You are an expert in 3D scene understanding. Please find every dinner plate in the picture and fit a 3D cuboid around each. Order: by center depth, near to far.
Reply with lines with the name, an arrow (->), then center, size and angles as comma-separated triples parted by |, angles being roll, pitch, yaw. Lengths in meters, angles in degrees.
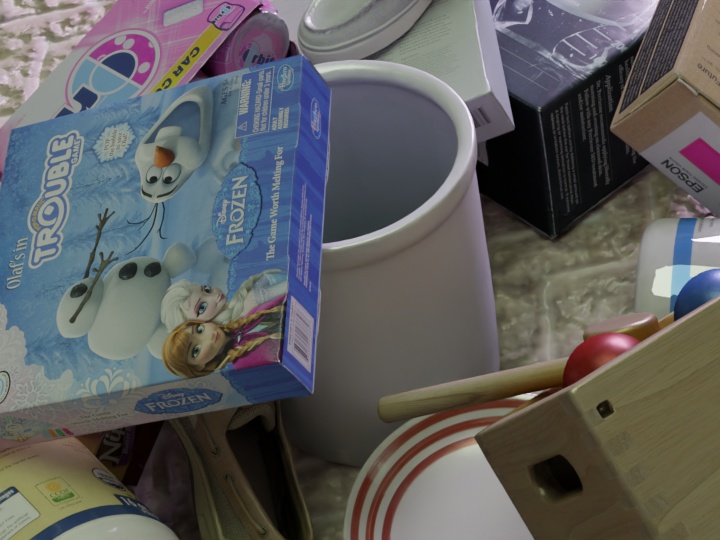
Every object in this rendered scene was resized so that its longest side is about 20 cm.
dinner plate -> 0.090, 0.157, 1.079 | 0.200, 0.024, 0.200 | 1, 51, -1

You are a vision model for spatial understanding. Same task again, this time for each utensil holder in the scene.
utensil holder -> 0.000, 0.000, 1.153 | 0.170, 0.200, 0.170 | -7, 43, 7

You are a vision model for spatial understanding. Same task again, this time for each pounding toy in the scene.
pounding toy -> 0.140, 0.073, 0.973 | 0.184, 0.200, 0.142 | -29, 86, -18

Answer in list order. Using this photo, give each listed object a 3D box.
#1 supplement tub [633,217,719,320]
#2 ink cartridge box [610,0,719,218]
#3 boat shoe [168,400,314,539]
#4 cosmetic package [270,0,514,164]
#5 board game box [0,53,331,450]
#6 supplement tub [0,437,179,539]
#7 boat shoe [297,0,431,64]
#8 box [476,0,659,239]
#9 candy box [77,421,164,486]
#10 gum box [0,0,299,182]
supplement tub -> 0.267, 0.034, 1.104 | 0.200, 0.132, 0.132 | 0, 45, 15
ink cartridge box -> 0.274, -0.100, 1.202 | 0.200, 0.075, 0.165 | 38, 50, -13
boat shoe -> -0.076, 0.084, 1.112 | 0.072, 0.065, 0.200 | -3, 72, -46
cosmetic package -> -0.006, -0.130, 1.253 | 0.200, 0.052, 0.151 | -19, 55, 17
board game box -> -0.117, -0.010, 1.036 | 0.199, 0.043, 0.200 | -13, 55, 22
supplement tub -> -0.205, 0.158, 1.079 | 0.144, 0.145, 0.200 | -35, 48, -21
boat shoe -> 0.033, -0.215, 1.210 | 0.200, 0.069, 0.072 | -36, 50, 4
box -> 0.135, -0.157, 1.340 | 0.197, 0.124, 0.200 | -35, 47, -24
candy box -> -0.202, 0.043, 1.218 | 0.200, 0.056, 0.117 | 31, 100, 35
gum box -> -0.143, -0.112, 1.236 | 0.113, 0.066, 0.200 | 30, 76, 41
